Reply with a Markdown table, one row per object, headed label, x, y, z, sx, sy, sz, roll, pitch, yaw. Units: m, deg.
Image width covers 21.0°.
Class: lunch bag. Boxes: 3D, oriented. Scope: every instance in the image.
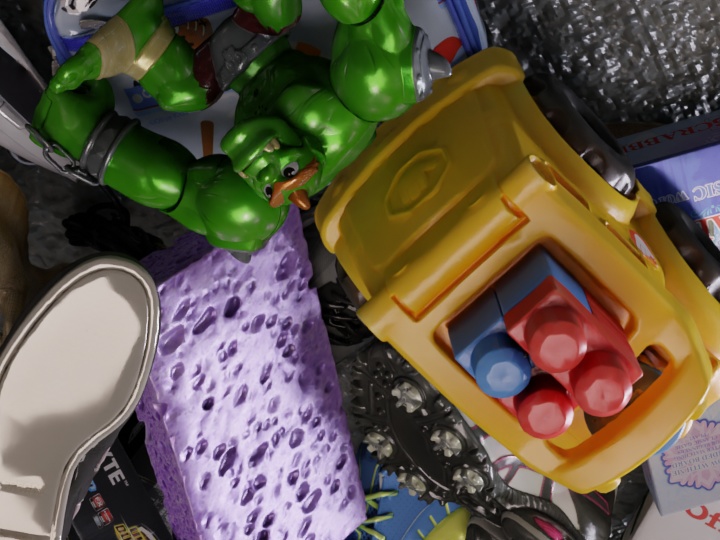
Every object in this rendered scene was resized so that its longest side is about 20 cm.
| label | x | y | z | sx | sy | sz | roll | pitch | yaw |
| --- | --- | --- | --- | --- | --- | --- | --- | --- | --- |
| lunch bag | -0.046 | -0.115 | 0.908 | 0.199 | 0.076 | 0.161 | -15 | 126 | 13 |

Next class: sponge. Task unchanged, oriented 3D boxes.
| label | x | y | z | sx | sy | sz | roll | pitch | yaw |
| --- | --- | --- | --- | --- | --- | --- | --- | --- | --- |
| sponge | -0.059 | 0.071 | 0.977 | 0.030 | 0.111 | 0.201 | 17 | 130 | 41 |

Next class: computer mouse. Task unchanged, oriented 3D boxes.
| label | x | y | z | sx | sy | sz | roll | pitch | yaw |
| --- | --- | --- | --- | --- | --- | --- | --- | --- | --- |
| computer mouse | -0.167 | -0.072 | 0.940 | 0.044 | 0.110 | 0.200 | -38 | 118 | -7 |

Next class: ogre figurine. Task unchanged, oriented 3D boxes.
| label | x | y | z | sx | sy | sz | roll | pitch | yaw |
| --- | --- | --- | --- | --- | --- | --- | --- | --- | --- |
| ogre figurine | -0.045 | -0.086 | 0.832 | 0.200 | 0.098 | 0.120 | -44 | 97 | 11 |

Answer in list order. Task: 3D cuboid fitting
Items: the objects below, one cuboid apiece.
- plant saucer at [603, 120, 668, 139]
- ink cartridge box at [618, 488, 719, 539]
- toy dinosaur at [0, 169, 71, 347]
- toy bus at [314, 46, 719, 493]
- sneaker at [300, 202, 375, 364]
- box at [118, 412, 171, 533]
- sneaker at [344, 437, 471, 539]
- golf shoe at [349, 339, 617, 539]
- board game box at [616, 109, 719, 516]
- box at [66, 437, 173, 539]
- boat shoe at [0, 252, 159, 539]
| label | x | y | z | sx | sy | sz | roll | pitch | yaw |
| --- | --- | --- | --- | --- | --- | --- | --- | --- | --- |
| plant saucer | 0.137 | 0.012 | 1.034 | 0.199 | 0.036 | 0.201 | 1 | 131 | 1 |
| ink cartridge box | 0.218 | 0.186 | 1.123 | 0.146 | 0.084 | 0.200 | 27 | 129 | 6 |
| toy dinosaur | -0.188 | -0.008 | 0.911 | 0.058 | 0.101 | 0.200 | 3 | 151 | 30 |
| toy bus | 0.091 | 0.027 | 0.847 | 0.136 | 0.192 | 0.200 | -43 | 113 | 12 |
| sneaker | 0.000 | 0.000 | 0.999 | 0.074 | 0.079 | 0.200 | 26 | 131 | -19 |
| box | -0.075 | 0.168 | 1.170 | 0.200 | 0.044 | 0.160 | 26 | 127 | -19 |
| sneaker | 0.006 | 0.147 | 1.087 | 0.076 | 0.200 | 0.105 | -5 | 117 | 58 |
| golf shoe | 0.068 | 0.094 | 1.050 | 0.077 | 0.088 | 0.200 | -4 | 133 | 46 |
| board game box | 0.223 | 0.009 | 0.976 | 0.199 | 0.041 | 0.200 | -16 | 115 | 3 |
| box | -0.162 | 0.148 | 1.044 | 0.159 | 0.046 | 0.200 | 61 | 151 | 1 |
| boat shoe | -0.146 | 0.072 | 0.897 | 0.067 | 0.057 | 0.200 | 18 | 111 | -15 |
